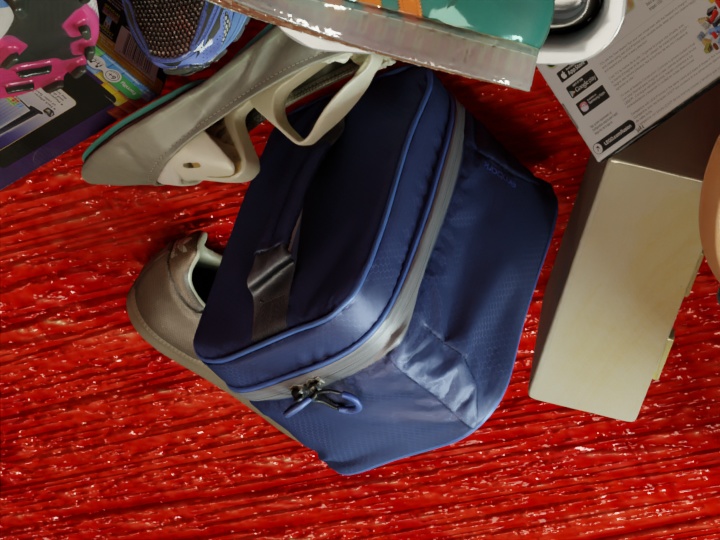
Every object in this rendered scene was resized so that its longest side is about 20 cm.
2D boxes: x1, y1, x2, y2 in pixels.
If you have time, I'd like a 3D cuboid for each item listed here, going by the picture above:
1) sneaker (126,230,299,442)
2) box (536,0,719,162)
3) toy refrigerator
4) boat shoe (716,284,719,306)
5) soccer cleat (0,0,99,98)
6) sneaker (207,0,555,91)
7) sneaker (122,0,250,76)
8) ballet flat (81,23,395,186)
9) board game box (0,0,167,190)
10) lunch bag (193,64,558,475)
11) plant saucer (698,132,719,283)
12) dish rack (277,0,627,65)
[{"bbox_3d":[-0.036,0.045,1.574,0.199,0.071,0.076,25,137,-15],"label":"sneaker"},{"bbox_3d":[0.157,-0.147,1.291,0.200,0.035,0.110,-35,86,42],"label":"box"},{"bbox_3d":[0.146,-0.012,1.458,0.070,0.076,0.201,13,139,-1],"label":"toy refrigerator"},{"bbox_3d":[0.253,-0.043,1.396,0.073,0.068,0.200,7,125,-39],"label":"boat shoe"},{"bbox_3d":[-0.161,-0.147,1.314,0.069,0.087,0.200,-13,166,-18],"label":"soccer cleat"},{"bbox_3d":[-0.006,-0.141,1.205,0.199,0.080,0.071,14,-177,-22],"label":"sneaker"},{"bbox_3d":[-0.098,-0.187,1.236,0.075,0.201,0.078,-9,180,28],"label":"sneaker"},{"bbox_3d":[-0.058,-0.081,1.401,0.199,0.064,0.067,-34,168,20],"label":"ballet flat"},{"bbox_3d":[-0.222,-0.134,1.429,0.165,0.057,0.200,-25,128,38],"label":"board game box"},{"bbox_3d":[0.000,0.000,1.414,0.135,0.201,0.132,-22,127,40],"label":"lunch bag"},{"bbox_3d":[0.255,-0.052,1.314,0.199,0.032,0.201,-18,133,-20],"label":"plant saucer"},{"bbox_3d":[0.041,-0.198,1.247,0.170,0.044,0.201,4,111,5],"label":"dish rack"}]
